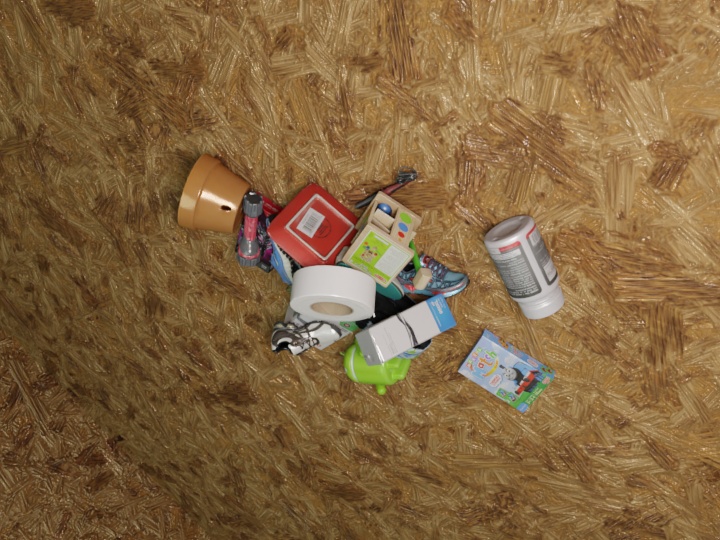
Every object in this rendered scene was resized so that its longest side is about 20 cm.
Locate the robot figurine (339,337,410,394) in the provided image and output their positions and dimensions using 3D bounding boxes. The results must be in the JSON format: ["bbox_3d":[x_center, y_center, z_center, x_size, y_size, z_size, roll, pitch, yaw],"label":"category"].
[{"bbox_3d":[0.038,0.257,1.551,0.197,0.117,0.177,-3,131,31],"label":"robot figurine"}]

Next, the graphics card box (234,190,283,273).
[{"bbox_3d":[-0.272,-0.103,1.537,0.124,0.051,0.202,32,132,7],"label":"graphics card box"}]

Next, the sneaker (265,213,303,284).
[{"bbox_3d":[-0.212,-0.049,1.457,0.088,0.078,0.204,-1,113,38],"label":"sneaker"}]

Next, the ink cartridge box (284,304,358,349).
[{"bbox_3d":[-0.101,0.126,1.538,0.145,0.085,0.199,32,136,-24],"label":"ink cartridge box"}]

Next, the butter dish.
[{"bbox_3d":[-0.116,-0.079,1.394,0.199,0.201,0.148,40,153,0],"label":"butter dish"}]

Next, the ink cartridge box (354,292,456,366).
[{"bbox_3d":[0.100,0.139,1.285,0.085,0.197,0.145,64,162,6],"label":"ink cartridge box"}]

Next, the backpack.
[{"bbox_3d":[0.094,0.137,1.426,0.197,0.164,0.155,25,139,5],"label":"backpack"}]

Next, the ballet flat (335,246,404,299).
[{"bbox_3d":[0.030,0.000,1.337,0.198,0.070,0.069,28,135,-22],"label":"ballet flat"}]

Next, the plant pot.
[{"bbox_3d":[-0.376,-0.188,1.461,0.138,0.202,0.202,20,131,-5],"label":"plant pot"}]

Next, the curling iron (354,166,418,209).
[{"bbox_3d":[0.055,-0.191,1.300,0.049,0.026,0.198,23,147,-36],"label":"curling iron"}]

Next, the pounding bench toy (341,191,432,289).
[{"bbox_3d":[0.084,-0.059,1.292,0.198,0.157,0.125,31,131,-9],"label":"pounding bench toy"}]

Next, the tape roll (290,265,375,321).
[{"bbox_3d":[-0.062,0.057,1.281,0.198,0.072,0.203,4,158,2],"label":"tape roll"}]

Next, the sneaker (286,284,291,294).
[{"bbox_3d":[-0.148,-0.007,1.526,0.199,0.077,0.089,-37,86,36],"label":"sneaker"}]

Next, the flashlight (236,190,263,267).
[{"bbox_3d":[-0.291,-0.105,1.468,0.067,0.068,0.202,27,130,13],"label":"flashlight"}]

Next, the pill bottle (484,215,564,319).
[{"bbox_3d":[0.356,-0.005,1.193,0.113,0.114,0.202,-17,111,37],"label":"pill bottle"}]

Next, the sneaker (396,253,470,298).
[{"bbox_3d":[0.165,0.009,1.338,0.196,0.079,0.097,3,120,29],"label":"sneaker"}]

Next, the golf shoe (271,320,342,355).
[{"bbox_3d":[-0.146,0.189,1.483,0.196,0.096,0.078,-4,137,15],"label":"golf shoe"}]

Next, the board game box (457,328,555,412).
[{"bbox_3d":[0.368,0.258,1.412,0.198,0.037,0.153,32,131,9],"label":"board game box"}]
